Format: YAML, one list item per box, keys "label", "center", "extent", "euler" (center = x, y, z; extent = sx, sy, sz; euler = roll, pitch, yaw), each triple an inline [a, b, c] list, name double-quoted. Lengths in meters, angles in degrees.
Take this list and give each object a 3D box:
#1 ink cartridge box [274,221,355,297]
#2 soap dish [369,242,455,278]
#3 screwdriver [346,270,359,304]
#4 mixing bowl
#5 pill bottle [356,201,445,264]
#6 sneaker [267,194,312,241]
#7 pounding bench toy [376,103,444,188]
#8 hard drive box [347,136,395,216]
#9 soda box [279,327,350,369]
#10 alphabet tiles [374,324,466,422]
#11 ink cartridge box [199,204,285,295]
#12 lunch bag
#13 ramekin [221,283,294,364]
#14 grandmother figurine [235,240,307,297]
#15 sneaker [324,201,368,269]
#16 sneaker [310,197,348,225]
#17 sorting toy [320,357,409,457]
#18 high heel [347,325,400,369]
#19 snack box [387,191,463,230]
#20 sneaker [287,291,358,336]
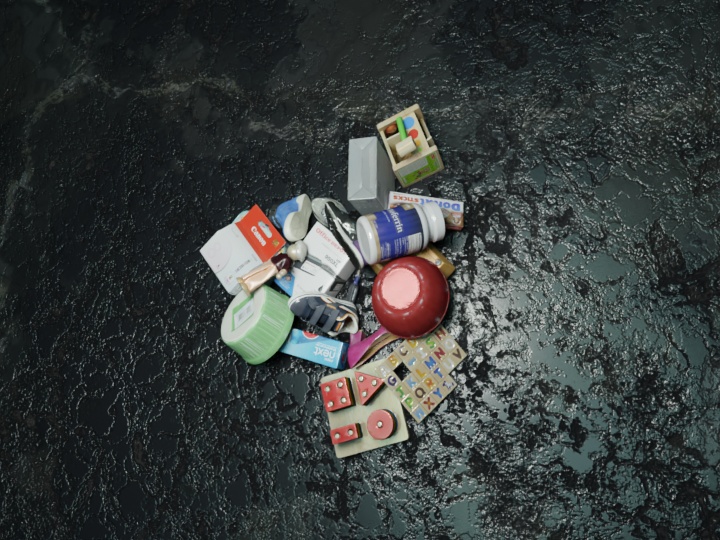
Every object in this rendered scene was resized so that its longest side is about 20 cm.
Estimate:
- label: "ink cartridge box"
  center: [-0.112, -0.003, 1.528]
  extent: [0.144, 0.084, 0.202]
  euler: [37, 90, 21]
- label: "soap dish"
  center: [0.121, -0.020, 1.459]
  extent: [0.158, 0.081, 0.200]
  euler: [-45, 68, 4]
- label: "screwdriver"
  center: [0.000, 0.000, 1.509]
  extent: [0.028, 0.028, 0.205]
  euler: [20, 93, 13]
- label: "mixing bowl"
  center: [0.105, 0.052, 1.347]
  extent: [0.194, 0.108, 0.206]
  euler: [-4, 76, 18]
- label: "pill bottle"
  center: [0.097, -0.094, 1.363]
  extent: [0.195, 0.116, 0.118]
  euler: [-16, 72, -14]
- label: "sneaker"
  center: [-0.203, -0.131, 1.551]
  extent: [0.109, 0.078, 0.202]
  euler: [-17, 33, 19]
- label: "pounding bench toy"
  center: [0.119, -0.340, 1.467]
  extent: [0.122, 0.200, 0.160]
  euler: [-23, 73, 11]
- label: "hard drive box"
  center: [0.032, -0.225, 1.469]
  extent: [0.075, 0.200, 0.161]
  euler: [-2, 76, 17]
- label: "soda box"
  center: [-0.132, 0.200, 1.500]
  extent: [0.195, 0.064, 0.070]
  euler: [13, 82, 19]
- label: "alphabet tiles"
  center: [0.158, 0.238, 1.393]
  extent: [0.199, 0.008, 0.168]
  euler: [-42, 85, -7]
- label: "ink cartridge box"
  center: [-0.321, -0.063, 1.544]
  extent: [0.200, 0.057, 0.163]
  euler: [-46, 66, 10]
- label: "lunch bag"
  center: [-0.300, -0.057, 1.604]
  extent: [0.199, 0.077, 0.162]
  euler: [40, 94, 22]
- label: "ramekin"
  center: [-0.275, 0.131, 1.493]
  extent: [0.197, 0.097, 0.204]
  euler: [-29, 41, 28]
- label: "grandmother figurine"
  center: [-0.219, -0.010, 1.464]
  extent: [0.198, 0.061, 0.121]
  euler: [-35, 41, -12]
- label: "sneaker"
  center: [-0.018, -0.101, 1.456]
  extent: [0.086, 0.076, 0.202]
  euler: [-27, 70, -16]
- label: "sneaker"
  center: [-0.063, -0.144, 1.543]
  extent: [0.198, 0.085, 0.078]
  euler: [37, 90, 22]
- label: "sorting toy"
  center: [0.003, 0.342, 1.422]
  extent: [0.194, 0.070, 0.205]
  euler: [-18, 73, 13]
- label: "high heel"
  center: [0.055, 0.185, 1.430]
  extent: [0.195, 0.068, 0.098]
  euler: [-13, 54, 19]
- label: "snack box"
  center: [0.166, -0.152, 1.455]
  extent: [0.194, 0.024, 0.074]
  euler: [7, 66, -7]
- label: "sneaker"
  center: [-0.086, 0.111, 1.434]
  extent: [0.079, 0.196, 0.080]
  euler: [-57, 36, 32]
